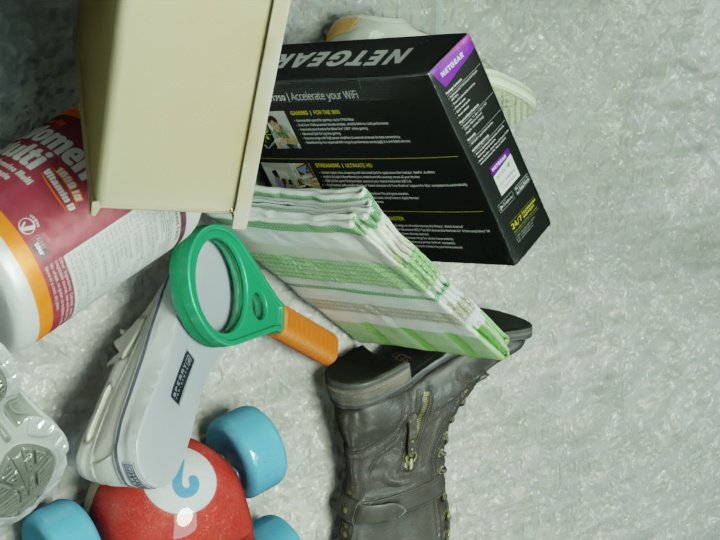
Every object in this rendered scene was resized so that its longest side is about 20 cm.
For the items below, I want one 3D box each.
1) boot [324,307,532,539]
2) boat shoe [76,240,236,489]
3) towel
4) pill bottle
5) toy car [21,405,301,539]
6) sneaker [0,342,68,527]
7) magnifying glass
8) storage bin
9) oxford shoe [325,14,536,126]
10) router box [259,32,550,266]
[{"bbox_3d":[0.050,0.130,1.389,0.199,0.069,0.175,-20,116,-29],"label":"boot"},{"bbox_3d":[-0.136,0.056,1.218,0.071,0.069,0.201,54,42,-44],"label":"boat shoe"},{"bbox_3d":[0.000,0.000,1.250,0.200,0.148,0.031,42,64,-45],"label":"towel"},{"bbox_3d":[-0.168,-0.045,1.145,0.200,0.109,0.110,-37,120,-31],"label":"pill bottle"},{"bbox_3d":[-0.087,0.210,1.203,0.184,0.199,0.178,-26,117,-31],"label":"toy car"},{"bbox_3d":[-0.244,0.082,1.138,0.078,0.099,0.201,-34,144,-22],"label":"sneaker"},{"bbox_3d":[-0.070,0.027,1.254,0.200,0.022,0.080,31,55,-55],"label":"magnifying glass"},{"bbox_3d":[-0.108,-0.165,1.054,0.093,0.199,0.201,0,135,-14],"label":"storage bin"},{"bbox_3d":[0.052,-0.144,1.328,0.199,0.075,0.058,11,57,-40],"label":"oxford shoe"},{"bbox_3d":[0.013,-0.078,1.219,0.051,0.199,0.150,-47,124,-34],"label":"router box"}]
